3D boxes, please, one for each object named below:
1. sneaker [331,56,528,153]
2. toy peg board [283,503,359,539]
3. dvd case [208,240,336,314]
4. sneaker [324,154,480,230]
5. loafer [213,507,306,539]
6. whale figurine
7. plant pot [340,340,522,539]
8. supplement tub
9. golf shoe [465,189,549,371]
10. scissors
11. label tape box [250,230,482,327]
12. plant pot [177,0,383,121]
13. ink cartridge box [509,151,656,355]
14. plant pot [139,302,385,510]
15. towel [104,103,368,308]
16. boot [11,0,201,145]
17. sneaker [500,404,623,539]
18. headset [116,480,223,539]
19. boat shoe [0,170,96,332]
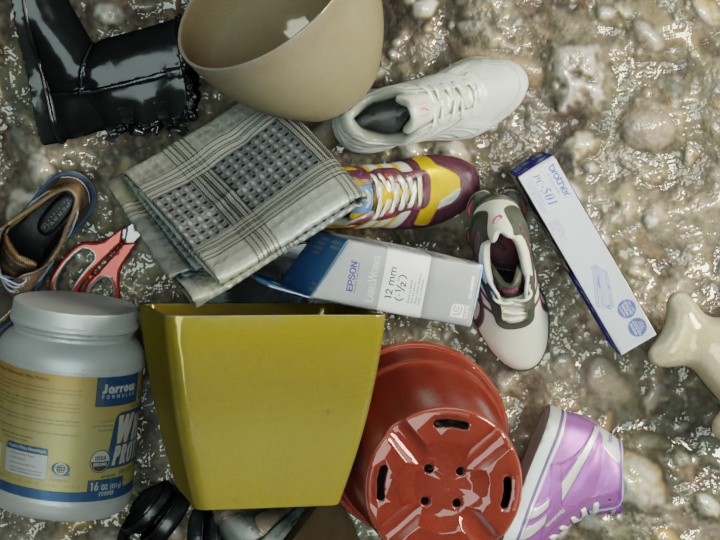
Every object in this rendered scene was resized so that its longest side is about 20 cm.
[{"bbox_3d":[0.070,-0.156,1.574,0.198,0.099,0.079,-18,96,2],"label":"sneaker"},{"bbox_3d":[-0.051,0.353,1.597,0.097,0.200,0.201,-23,97,20],"label":"toy peg board"},{"bbox_3d":[-0.084,0.068,1.640,0.144,0.022,0.202,4,98,0],"label":"dvd case"},{"bbox_3d":[0.021,-0.071,1.589,0.198,0.090,0.076,-8,97,1],"label":"sneaker"},{"bbox_3d":[-0.097,0.232,1.571,0.072,0.200,0.063,-41,90,7],"label":"loafer"},{"bbox_3d":[0.377,0.090,1.597,0.198,0.104,0.160,21,88,-5],"label":"whale figurine"},{"bbox_3d":[0.064,0.183,1.555,0.199,0.195,0.203,-1,97,-6],"label":"plant pot"},{"bbox_3d":[-0.287,0.130,1.583,0.143,0.145,0.202,7,99,-1],"label":"supplement tub"},{"bbox_3d":[0.141,0.022,1.588,0.076,0.088,0.202,-12,116,6],"label":"golf shoe"},{"bbox_3d":[-0.236,-0.041,1.631,0.073,0.014,0.201,36,97,-2],"label":"scissors"},{"bbox_3d":[0.000,0.000,1.549,0.198,0.143,0.067,13,92,-14],"label":"label tape box"},{"bbox_3d":[-0.055,-0.221,1.540,0.200,0.201,0.135,-37,129,4],"label":"plant pot"},{"bbox_3d":[0.217,-0.019,1.593,0.044,0.094,0.201,-31,96,4],"label":"ink cartridge box"},{"bbox_3d":[-0.097,0.123,1.508,0.198,0.200,0.178,1,92,-15],"label":"plant pot"},{"bbox_3d":[-0.124,-0.077,1.541,0.199,0.035,0.193,-33,55,-12],"label":"towel"},{"bbox_3d":[-0.247,-0.218,1.582,0.161,0.073,0.200,-9,104,3],"label":"boot"},{"bbox_3d":[0.202,0.249,1.637,0.113,0.073,0.202,24,96,-6],"label":"sneaker"},{"bbox_3d":[-0.172,0.249,1.639,0.123,0.094,0.201,21,118,0],"label":"headset"},{"bbox_3d":[-0.341,-0.015,1.605,0.072,0.072,0.201,35,96,-4],"label":"boat shoe"}]
